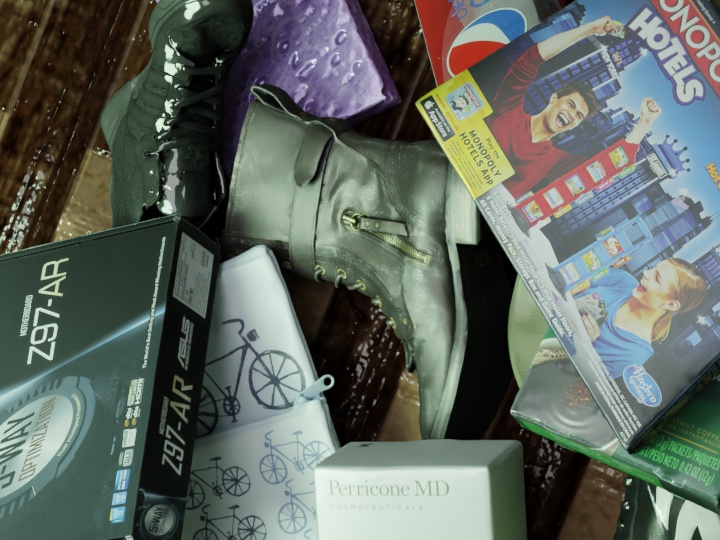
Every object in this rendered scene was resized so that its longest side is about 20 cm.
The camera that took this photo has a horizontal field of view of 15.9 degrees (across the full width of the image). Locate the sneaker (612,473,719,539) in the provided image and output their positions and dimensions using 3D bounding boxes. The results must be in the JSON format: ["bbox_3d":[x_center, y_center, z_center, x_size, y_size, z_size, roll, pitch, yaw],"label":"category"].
[{"bbox_3d":[0.146,0.133,1.366,0.112,0.073,0.200,-16,89,21],"label":"sneaker"}]

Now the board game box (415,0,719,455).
[{"bbox_3d":[0.164,-0.047,1.255,0.200,0.062,0.200,-31,80,4],"label":"board game box"}]

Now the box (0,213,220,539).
[{"bbox_3d":[-0.164,0.078,1.445,0.160,0.044,0.200,-11,58,32],"label":"box"}]

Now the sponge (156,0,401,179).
[{"bbox_3d":[-0.063,-0.163,1.529,0.112,0.030,0.200,-28,75,19],"label":"sponge"}]

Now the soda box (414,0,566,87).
[{"bbox_3d":[0.077,-0.122,1.393,0.070,0.063,0.200,-31,38,16],"label":"soda box"}]

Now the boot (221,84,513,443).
[{"bbox_3d":[0.000,0.000,1.459,0.174,0.069,0.200,8,97,29],"label":"boot"}]

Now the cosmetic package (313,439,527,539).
[{"bbox_3d":[0.037,0.195,1.389,0.101,0.071,0.200,-2,98,19],"label":"cosmetic package"}]

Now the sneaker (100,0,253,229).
[{"bbox_3d":[-0.101,-0.075,1.480,0.200,0.060,0.104,-52,47,49],"label":"sneaker"}]

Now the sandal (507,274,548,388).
[{"bbox_3d":[0.117,-0.018,1.382,0.080,0.057,0.201,12,96,29],"label":"sandal"}]

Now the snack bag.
[{"bbox_3d":[-0.094,0.100,1.483,0.188,0.021,0.200,-19,88,28],"label":"snack bag"}]

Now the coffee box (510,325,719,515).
[{"bbox_3d":[0.171,0.010,1.311,0.123,0.044,0.200,24,81,21],"label":"coffee box"}]
